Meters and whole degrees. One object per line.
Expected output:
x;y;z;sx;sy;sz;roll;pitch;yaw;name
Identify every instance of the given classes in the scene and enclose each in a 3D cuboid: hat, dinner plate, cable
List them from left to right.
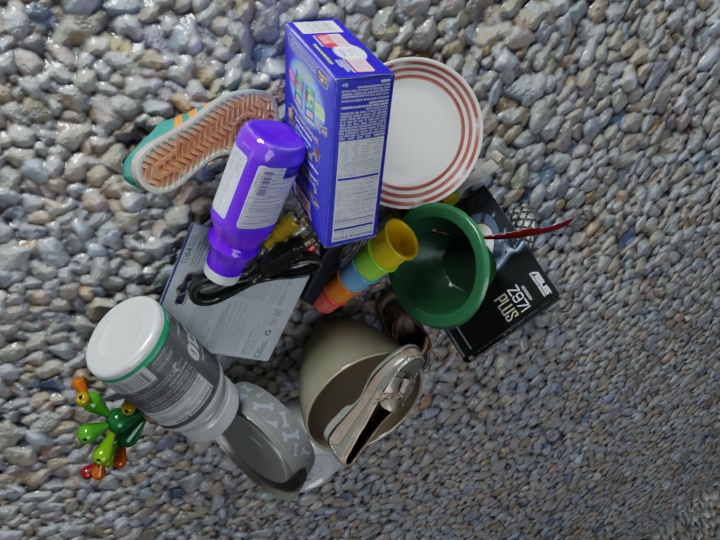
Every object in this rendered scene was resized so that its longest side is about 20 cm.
-0.130;-0.008;0.904;0.197;0.051;0.098;-27;140;8;cable
0.064;-0.179;0.905;0.194;0.024;0.205;-1;117;-3;dinner plate
0.164;-0.011;0.971;0.174;0.197;0.170;-7;106;-46;hat

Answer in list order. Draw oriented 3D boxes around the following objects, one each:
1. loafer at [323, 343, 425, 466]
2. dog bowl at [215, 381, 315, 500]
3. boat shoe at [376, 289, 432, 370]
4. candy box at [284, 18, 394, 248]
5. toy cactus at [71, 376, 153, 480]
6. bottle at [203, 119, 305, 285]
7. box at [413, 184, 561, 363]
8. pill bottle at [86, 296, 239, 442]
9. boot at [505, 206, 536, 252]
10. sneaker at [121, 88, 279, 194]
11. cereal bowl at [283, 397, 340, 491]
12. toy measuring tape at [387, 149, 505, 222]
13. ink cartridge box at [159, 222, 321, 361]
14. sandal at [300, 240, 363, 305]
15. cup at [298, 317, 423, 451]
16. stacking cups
0.029;0.198;0.988;0.201;0.063;0.071;-49;135;12;loafer
-0.151;0.256;1.046;0.059;0.197;0.203;-44;143;-35;dog bowl
0.083;0.120;1.155;0.071;0.072;0.202;-28;134;-7;boat shoe
-0.033;-0.160;0.794;0.075;0.170;0.204;-9;130;-21;candy box
-0.330;0.203;0.976;0.163;0.102;0.204;-17;132;-44;toy cactus
-0.132;-0.074;0.797;0.083;0.065;0.202;-16;141;-50;bottle
0.172;0.008;1.023;0.162;0.202;0.086;-32;170;-2;box
-0.248;0.135;0.886;0.112;0.114;0.201;-34;134;-1;pill bottle
0.265;-0.004;1.171;0.131;0.068;0.205;2;102;-65;boot
-0.186;-0.156;0.784;0.198;0.079;0.073;-35;124;-30;sneaker
-0.100;0.321;1.198;0.196;0.084;0.204;-17;131;-20;cereal bowl
0.119;-0.129;0.983;0.198;0.074;0.074;-34;135;-2;toy measuring tape
-0.179;0.028;0.946;0.196;0.044;0.199;14;117;-34;ink cartridge box
-0.029;-0.032;0.957;0.042;0.077;0.202;21;130;-12;sandal
-0.020;0.159;1.074;0.196;0.144;0.204;-17;132;-19;cup
0.000;0.000;0.976;0.059;0.062;0.199;9;149;-35;stacking cups
